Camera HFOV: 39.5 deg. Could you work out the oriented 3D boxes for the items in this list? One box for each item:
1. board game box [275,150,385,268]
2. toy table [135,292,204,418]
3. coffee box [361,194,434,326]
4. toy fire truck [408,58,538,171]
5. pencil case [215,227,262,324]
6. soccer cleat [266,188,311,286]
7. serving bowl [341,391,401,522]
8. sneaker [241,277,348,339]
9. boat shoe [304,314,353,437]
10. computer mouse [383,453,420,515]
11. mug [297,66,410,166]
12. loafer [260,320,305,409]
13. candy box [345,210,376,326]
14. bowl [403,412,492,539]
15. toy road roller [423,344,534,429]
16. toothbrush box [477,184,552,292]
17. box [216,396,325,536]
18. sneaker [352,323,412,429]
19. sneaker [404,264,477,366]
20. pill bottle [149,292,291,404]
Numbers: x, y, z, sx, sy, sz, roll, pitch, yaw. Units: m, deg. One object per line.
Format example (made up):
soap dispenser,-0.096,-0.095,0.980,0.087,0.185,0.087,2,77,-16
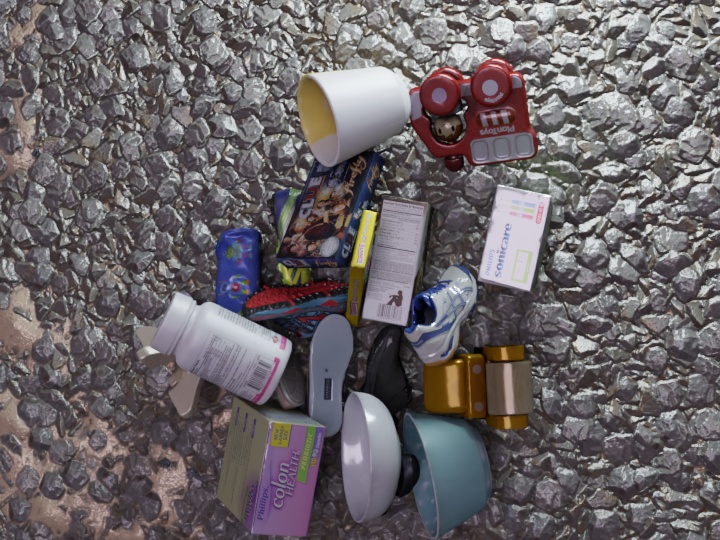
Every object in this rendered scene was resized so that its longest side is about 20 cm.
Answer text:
board game box,-0.049,-0.099,1.639,0.135,0.035,0.201,-1,60,40
toy table,-0.290,0.145,1.690,0.117,0.184,0.200,-34,52,-3
coffee box,0.063,-0.015,1.641,0.079,0.113,0.201,9,90,10
toy fire truck,0.180,-0.248,1.633,0.199,0.112,0.169,-8,105,13
pencil case,-0.208,0.028,1.691,0.086,0.078,0.201,-3,70,5
soccer cleat,-0.105,-0.042,1.705,0.083,0.065,0.201,-11,87,3
serving bowl,0.021,0.290,1.569,0.065,0.200,0.202,0,88,-14
sneaker,-0.102,0.075,1.649,0.079,0.199,0.096,34,124,51
boat shoe,-0.060,0.171,1.667,0.070,0.091,0.202,7,90,-12
computer mouse,0.062,0.347,1.610,0.034,0.200,0.059,-1,60,-14
mug,-0.011,-0.277,1.632,0.152,0.150,0.187,-19,73,-21
loafer,-0.146,0.150,1.692,0.063,0.072,0.201,-34,56,25
candy box,0.000,0.000,1.599,0.026,0.200,0.103,9,61,2
bowl,0.142,0.315,1.589,0.104,0.201,0.202,-10,86,-8
toy road roller,0.178,0.181,1.568,0.145,0.200,0.124,-2,86,-8
toothbrush box,0.243,-0.044,1.558,0.086,0.200,0.147,13,90,13
box,-0.148,0.313,1.628,0.096,0.200,0.177,10,90,-23
sneaker,0.048,0.179,1.651,0.090,0.076,0.201,15,118,2
sneaker,0.127,0.052,1.591,0.075,0.201,0.088,-19,125,36
pill bottle,-0.218,0.119,1.567,0.199,0.113,0.114,27,95,-10
